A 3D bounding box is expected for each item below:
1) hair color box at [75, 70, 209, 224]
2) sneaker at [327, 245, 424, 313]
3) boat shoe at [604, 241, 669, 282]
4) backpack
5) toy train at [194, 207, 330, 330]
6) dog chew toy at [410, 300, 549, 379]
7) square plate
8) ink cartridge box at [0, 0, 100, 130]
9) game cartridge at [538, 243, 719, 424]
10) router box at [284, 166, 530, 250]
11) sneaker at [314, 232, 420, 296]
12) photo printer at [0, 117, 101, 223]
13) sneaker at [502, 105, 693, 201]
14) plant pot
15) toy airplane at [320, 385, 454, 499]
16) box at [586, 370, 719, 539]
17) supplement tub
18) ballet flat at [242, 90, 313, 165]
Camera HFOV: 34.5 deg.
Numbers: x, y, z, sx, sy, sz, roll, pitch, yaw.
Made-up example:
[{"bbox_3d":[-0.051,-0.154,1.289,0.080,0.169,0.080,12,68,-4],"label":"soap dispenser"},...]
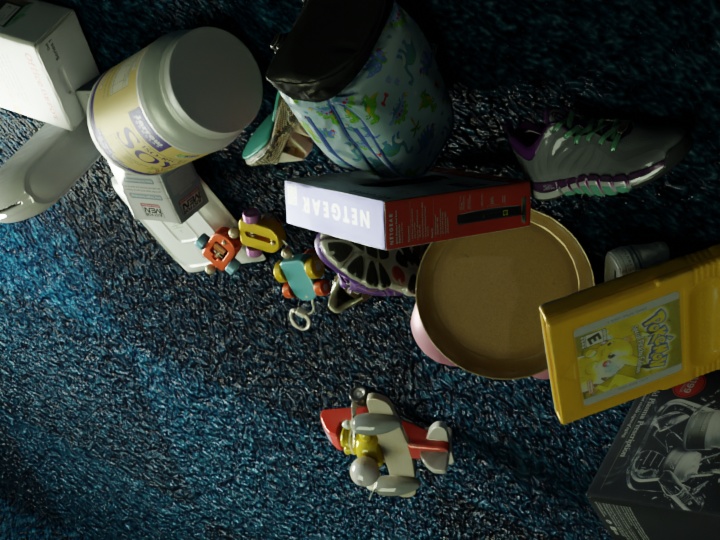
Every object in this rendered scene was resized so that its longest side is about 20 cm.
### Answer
[{"bbox_3d":[-0.288,-0.163,1.539,0.099,0.061,0.200,7,129,40],"label":"hair color box"},{"bbox_3d":[0.018,0.002,1.471,0.070,0.076,0.200,37,149,-2],"label":"sneaker"},{"bbox_3d":[0.299,0.044,1.254,0.200,0.067,0.074,83,170,-56],"label":"boat shoe"},{"bbox_3d":[0.009,-0.178,1.166,0.153,0.163,0.200,20,154,19],"label":"backpack"},{"bbox_3d":[-0.125,-0.015,1.595,0.200,0.056,0.150,36,136,4],"label":"toy train"},{"bbox_3d":[0.164,0.070,1.383,0.199,0.125,0.125,20,146,11],"label":"dog chew toy"},{"bbox_3d":[-0.258,-0.071,1.692,0.200,0.028,0.198,-8,128,49],"label":"square plate"},{"bbox_3d":[-0.452,-0.285,1.541,0.199,0.084,0.145,19,145,27],"label":"ink cartridge box"},{"bbox_3d":[0.291,0.070,1.210,0.199,0.032,0.177,-18,134,0],"label":"game cartridge"},{"bbox_3d":[0.046,-0.070,1.208,0.200,0.179,0.049,17,113,55],"label":"router box"},{"bbox_3d":[0.000,0.000,1.343,0.083,0.081,0.200,-16,158,25],"label":"sneaker"},{"bbox_3d":[-0.430,-0.146,1.597,0.166,0.200,0.070,-10,127,49],"label":"photo printer"},{"bbox_3d":[0.218,-0.121,1.113,0.200,0.074,0.088,-10,122,51],"label":"sneaker"},{"bbox_3d":[0.162,0.023,1.301,0.199,0.027,0.201,2,104,7],"label":"plant pot"},{"bbox_3d":[0.042,0.270,1.744,0.200,0.141,0.199,43,148,-10],"label":"toy airplane"},{"bbox_3d":[0.381,0.212,1.275,0.182,0.200,0.104,-1,133,44],"label":"box"},{"bbox_3d":[-0.219,-0.198,1.368,0.145,0.146,0.200,49,147,-20],"label":"supplement tub"},{"bbox_3d":[-0.080,-0.169,1.358,0.075,0.068,0.200,24,148,-10],"label":"ballet flat"}]
